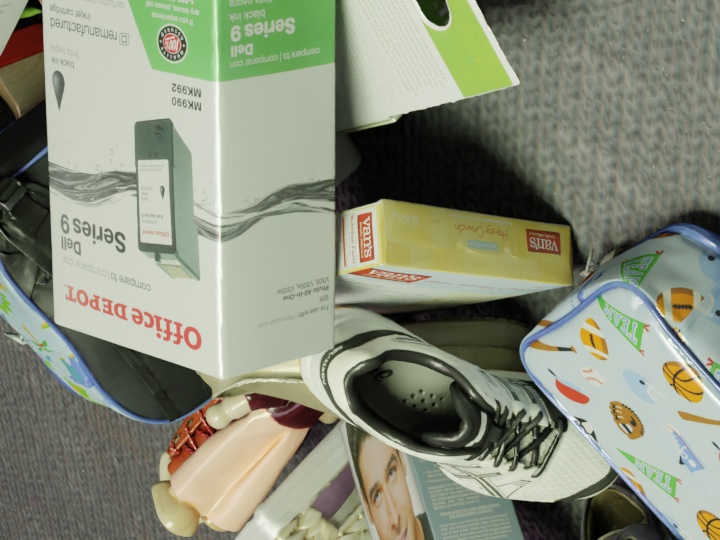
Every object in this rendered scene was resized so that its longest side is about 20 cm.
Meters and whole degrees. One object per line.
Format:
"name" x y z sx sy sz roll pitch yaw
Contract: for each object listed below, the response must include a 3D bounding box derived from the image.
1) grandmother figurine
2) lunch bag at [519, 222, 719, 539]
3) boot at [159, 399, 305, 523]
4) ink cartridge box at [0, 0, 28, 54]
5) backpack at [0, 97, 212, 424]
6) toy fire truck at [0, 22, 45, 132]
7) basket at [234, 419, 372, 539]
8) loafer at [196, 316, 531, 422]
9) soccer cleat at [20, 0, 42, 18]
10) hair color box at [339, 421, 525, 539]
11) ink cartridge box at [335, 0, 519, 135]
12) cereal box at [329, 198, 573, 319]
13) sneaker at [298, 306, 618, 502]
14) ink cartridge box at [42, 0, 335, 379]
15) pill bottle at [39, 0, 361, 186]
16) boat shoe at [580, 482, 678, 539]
"grandmother figurine" -0.045 0.088 1.422 0.061 0.121 0.200 49 116 15
"lunch bag" 0.179 0.072 1.175 0.200 0.075 0.160 49 152 1
"boot" -0.080 0.098 1.502 0.075 0.107 0.200 41 146 17
"ink cartridge box" -0.239 -0.239 1.288 0.146 0.086 0.200 41 121 15
"backpack" -0.151 -0.017 1.403 0.147 0.183 0.200 9 138 57
"toy fire truck" -0.279 -0.124 1.524 0.200 0.128 0.176 55 150 19
"basket" -0.012 0.196 1.495 0.123 0.136 0.200 42 148 6
"loafer" 0.001 0.064 1.300 0.199 0.069 0.076 -4 172 11
"soccer cleat" -0.237 -0.180 1.383 0.200 0.067 0.081 -33 76 33
"hair color box" 0.051 0.161 1.356 0.099 0.060 0.201 120 138 -57
"ink cartridge box" 0.006 -0.156 1.153 0.200 0.076 0.148 -8 117 53
"cereal box" 0.000 0.000 1.249 0.199 0.143 0.040 -13 76 47
"sneaker" 0.060 0.087 1.228 0.199 0.076 0.088 20 -173 -17
"ink cartridge box" -0.088 -0.059 1.157 0.145 0.084 0.201 15 112 44
"pill bottle" -0.093 -0.120 1.278 0.201 0.114 0.114 57 148 -10
"boat shoe" 0.150 0.172 1.231 0.065 0.072 0.200 41 -166 -8
